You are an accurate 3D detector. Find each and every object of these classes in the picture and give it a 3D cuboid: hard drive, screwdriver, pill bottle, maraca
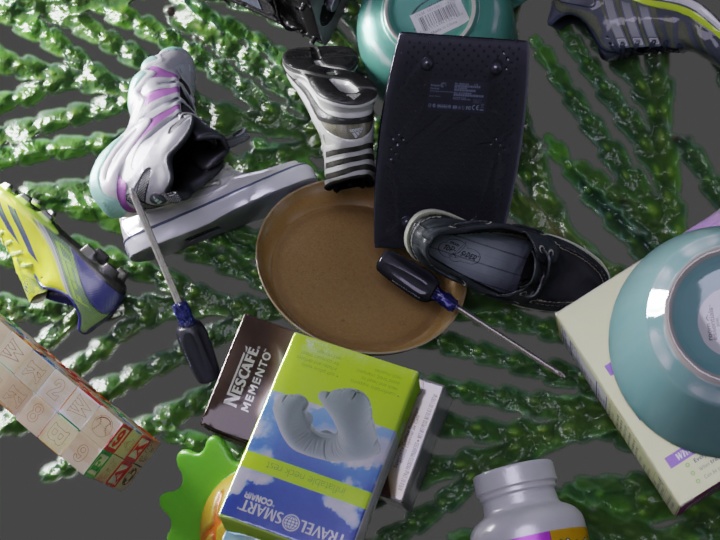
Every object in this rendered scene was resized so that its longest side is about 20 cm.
[{"bbox_3d":[0.078,-0.118,1.414,0.134,0.042,0.202,2,111,-13],"label":"hard drive"},{"bbox_3d":[-0.174,0.017,1.430,0.028,0.029,0.201,-17,116,9],"label":"screwdriver"},{"bbox_3d":[0.154,0.270,1.340,0.103,0.104,0.202,-14,74,5],"label":"pill bottle"},{"bbox_3d":[0.098,0.044,1.394,0.199,0.029,0.028,36,44,10],"label":"screwdriver"},{"bbox_3d":[-0.095,0.232,1.390,0.199,0.107,0.138,28,98,24],"label":"maraca"}]

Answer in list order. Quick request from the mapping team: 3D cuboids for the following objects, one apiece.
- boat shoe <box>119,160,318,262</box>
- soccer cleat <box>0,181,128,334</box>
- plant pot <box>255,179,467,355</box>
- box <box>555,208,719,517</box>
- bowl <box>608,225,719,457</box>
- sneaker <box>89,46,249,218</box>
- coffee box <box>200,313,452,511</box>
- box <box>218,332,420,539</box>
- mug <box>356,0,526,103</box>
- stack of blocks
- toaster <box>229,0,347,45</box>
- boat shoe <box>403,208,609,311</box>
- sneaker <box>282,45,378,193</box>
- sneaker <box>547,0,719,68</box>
[{"bbox_3d":[-0.141,-0.073,1.490,0.199,0.074,0.066,-21,78,3],"label":"boat shoe"},{"bbox_3d":[-0.316,-0.017,1.511,0.200,0.065,0.084,38,91,16],"label":"soccer cleat"},{"bbox_3d":[0.000,0.000,1.434,0.198,0.028,0.201,6,52,-8],"label":"plant pot"},{"bbox_3d":[0.297,0.083,1.367,0.175,0.097,0.201,-32,74,0],"label":"box"},{"bbox_3d":[0.305,0.046,1.271,0.199,0.105,0.203,-2,75,8],"label":"bowl"},{"bbox_3d":[-0.161,-0.135,1.471,0.139,0.078,0.201,-3,55,32],"label":"sneaker"},{"bbox_3d":[-0.030,0.130,1.417,0.199,0.080,0.114,19,79,13],"label":"coffee box"},{"bbox_3d":[-0.037,0.164,1.326,0.121,0.048,0.201,16,67,12],"label":"box"},{"bbox_3d":[0.078,-0.241,1.475,0.151,0.114,0.186,18,80,13],"label":"mug"},{"bbox_3d":[-0.292,0.116,1.446,0.200,0.115,0.059,37,84,17],"label":"stack of blocks"},{"bbox_3d":[-0.099,-0.329,1.495,0.199,0.181,0.119,26,76,15],"label":"toaster"},{"bbox_3d":[0.138,-0.005,1.400,0.198,0.066,0.075,22,97,-11],"label":"boat shoe"},{"bbox_3d":[-0.031,-0.139,1.468,0.075,0.201,0.116,-5,115,-11],"label":"sneaker"},{"bbox_3d":[0.267,-0.227,1.472,0.199,0.074,0.081,30,92,21],"label":"sneaker"}]
